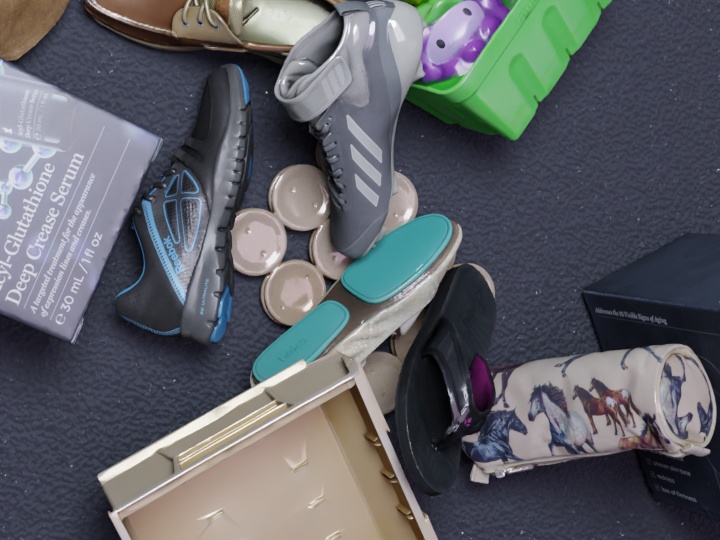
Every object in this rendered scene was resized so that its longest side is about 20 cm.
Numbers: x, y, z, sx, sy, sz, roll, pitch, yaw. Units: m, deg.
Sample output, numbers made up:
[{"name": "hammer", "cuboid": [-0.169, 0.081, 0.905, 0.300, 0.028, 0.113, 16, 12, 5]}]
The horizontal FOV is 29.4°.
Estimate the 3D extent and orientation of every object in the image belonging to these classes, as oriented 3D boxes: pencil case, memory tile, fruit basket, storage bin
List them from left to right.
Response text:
[{"name": "storage bin", "cuboid": [-0.048, 0.189, 0.938, 0.197, 0.094, 0.202, -28, 105, -15]}, {"name": "memory tile", "cuboid": [0.000, 0.000, 1.055, 0.153, 0.017, 0.200, -45, 108, -12]}, {"name": "fruit basket", "cuboid": [0.070, -0.225, 1.007, 0.214, 0.155, 0.219, -11, 110, -32]}, {"name": "pencil case", "cuboid": [0.167, 0.108, 1.032, 0.077, 0.198, 0.091, 8, 74, -48]}]

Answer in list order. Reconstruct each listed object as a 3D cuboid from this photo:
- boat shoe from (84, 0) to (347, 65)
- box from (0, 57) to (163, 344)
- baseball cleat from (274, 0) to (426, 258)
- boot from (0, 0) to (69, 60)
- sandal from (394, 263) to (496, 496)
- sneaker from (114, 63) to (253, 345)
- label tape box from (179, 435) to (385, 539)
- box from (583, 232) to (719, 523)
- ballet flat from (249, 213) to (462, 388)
[{"name": "boat shoe", "cuboid": [-0.093, -0.189, 0.964, 0.197, 0.074, 0.077, 7, 91, -9]}, {"name": "box", "cuboid": [-0.255, -0.063, 0.905, 0.198, 0.107, 0.150, 25, 86, -20]}, {"name": "baseball cleat", "cuboid": [-0.017, -0.098, 0.966, 0.105, 0.070, 0.202, -4, 123, -26]}, {"name": "boot", "cuboid": [-0.216, -0.233, 0.940, 0.201, 0.073, 0.076, -58, 139, -14]}, {"name": "sandal", "cuboid": [0.071, 0.069, 0.996, 0.075, 0.048, 0.202, 47, 41, -30]}, {"name": "sneaker", "cuboid": [-0.122, -0.052, 0.975, 0.081, 0.073, 0.203, 9, 80, 3]}, {"name": "label tape box", "cuboid": [-0.053, 0.232, 1.027, 0.200, 0.066, 0.144, 44, 79, -21]}, {"name": "box", "cuboid": [0.299, 0.086, 1.077, 0.123, 0.200, 0.199, -27, 103, -18]}, {"name": "ballet flat", "cuboid": [0.000, 0.037, 1.027, 0.199, 0.067, 0.063, -39, 134, -10]}]
